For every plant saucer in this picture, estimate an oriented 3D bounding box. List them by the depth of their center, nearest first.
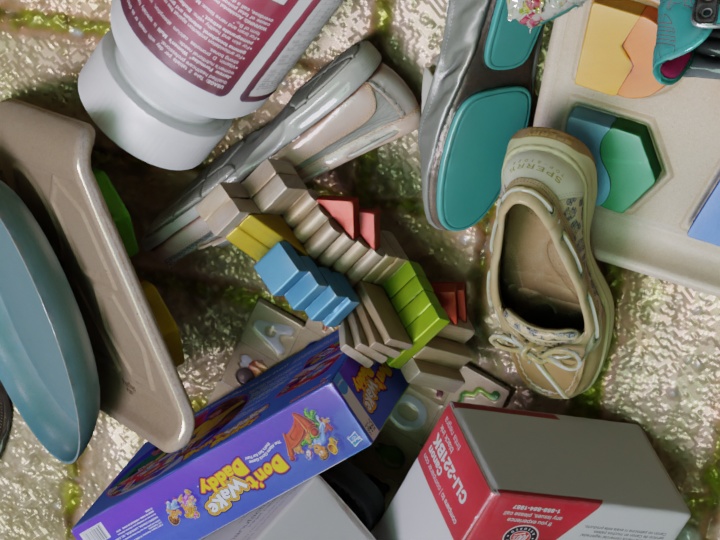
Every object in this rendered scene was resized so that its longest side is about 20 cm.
[{"bbox_3d":[-0.208,0.023,1.677,0.200,0.027,0.200,51,156,35],"label":"plant saucer"}]

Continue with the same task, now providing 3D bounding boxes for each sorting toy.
[{"bbox_3d":[0.189,-0.083,1.537,0.185,0.036,0.201,18,118,12],"label":"sorting toy"},{"bbox_3d":[-0.159,-0.003,1.641,0.036,0.185,0.201,-23,107,-19],"label":"sorting toy"}]

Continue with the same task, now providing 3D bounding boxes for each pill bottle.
[{"bbox_3d":[-0.075,-0.158,1.558,0.109,0.110,0.200,40,121,-1],"label":"pill bottle"}]

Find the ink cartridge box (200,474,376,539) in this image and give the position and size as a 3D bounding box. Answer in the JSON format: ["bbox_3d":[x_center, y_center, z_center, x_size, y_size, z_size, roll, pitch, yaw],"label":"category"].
[{"bbox_3d":[-0.090,0.209,1.631,0.083,0.145,0.200,49,150,-11],"label":"ink cartridge box"}]

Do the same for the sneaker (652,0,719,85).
[{"bbox_3d":[0.172,-0.164,1.455,0.200,0.121,0.084,26,163,7],"label":"sneaker"}]

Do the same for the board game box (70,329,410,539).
[{"bbox_3d":[-0.066,0.105,1.645,0.200,0.134,0.045,-31,99,24],"label":"board game box"}]

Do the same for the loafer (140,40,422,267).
[{"bbox_3d":[-0.048,-0.055,1.623,0.063,0.072,0.200,45,118,-12],"label":"loafer"}]

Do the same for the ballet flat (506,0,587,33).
[{"bbox_3d":[0.060,-0.212,1.468,0.064,0.076,0.200,-47,60,30],"label":"ballet flat"}]

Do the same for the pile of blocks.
[{"bbox_3d":[0.000,0.000,1.586,0.200,0.082,0.062,32,117,-27],"label":"pile of blocks"}]

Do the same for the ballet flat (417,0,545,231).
[{"bbox_3d":[0.068,-0.120,1.558,0.064,0.067,0.201,44,129,42],"label":"ballet flat"}]

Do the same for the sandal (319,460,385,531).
[{"bbox_3d":[-0.029,0.161,1.700,0.075,0.048,0.200,41,147,-2],"label":"sandal"}]

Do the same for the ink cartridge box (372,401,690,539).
[{"bbox_3d":[0.083,0.185,1.635,0.144,0.084,0.200,9,125,-30],"label":"ink cartridge box"}]

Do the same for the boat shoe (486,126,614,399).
[{"bbox_3d":[0.103,0.009,1.573,0.073,0.063,0.200,8,135,20],"label":"boat shoe"}]

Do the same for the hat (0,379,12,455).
[{"bbox_3d":[-0.332,0.086,1.783,0.200,0.081,0.201,7,116,16],"label":"hat"}]

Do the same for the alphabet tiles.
[{"bbox_3d":[0.003,0.105,1.711,0.200,0.006,0.167,29,121,5],"label":"alphabet tiles"}]
